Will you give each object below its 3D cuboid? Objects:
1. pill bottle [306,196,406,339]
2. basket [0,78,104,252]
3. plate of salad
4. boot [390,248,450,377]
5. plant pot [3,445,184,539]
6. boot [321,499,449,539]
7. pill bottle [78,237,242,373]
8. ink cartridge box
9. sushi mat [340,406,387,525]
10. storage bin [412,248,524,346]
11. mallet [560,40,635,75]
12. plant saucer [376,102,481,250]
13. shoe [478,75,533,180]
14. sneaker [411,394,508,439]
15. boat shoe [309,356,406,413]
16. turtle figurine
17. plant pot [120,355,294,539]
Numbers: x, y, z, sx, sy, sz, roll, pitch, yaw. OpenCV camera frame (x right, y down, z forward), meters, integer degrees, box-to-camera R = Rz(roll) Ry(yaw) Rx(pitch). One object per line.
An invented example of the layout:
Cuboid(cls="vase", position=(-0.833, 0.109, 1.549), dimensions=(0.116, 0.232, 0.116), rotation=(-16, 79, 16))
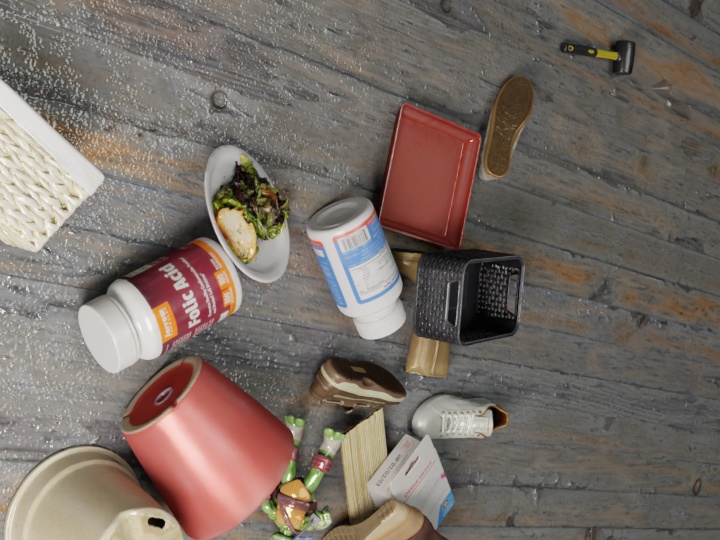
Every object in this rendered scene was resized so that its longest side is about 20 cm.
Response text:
Cuboid(cls="pill bottle", position=(0.000, 0.000, 1.642), dimensions=(0.112, 0.111, 0.203), rotation=(-38, 120, -31))
Cuboid(cls="basket", position=(-0.423, -0.128, 1.235), dimensions=(0.200, 0.134, 0.124), rotation=(46, 69, -35))
Cuboid(cls="plate of salad", position=(-0.148, -0.083, 1.491), dimensions=(0.200, 0.047, 0.203), rotation=(43, 37, -43))
Cuboid(cls="boot", position=(0.102, 0.072, 1.774), dimensions=(0.173, 0.066, 0.204), rotation=(10, 90, -41))
Cuboid(cls="plant pot", position=(-0.322, 0.342, 1.353), dimensions=(0.198, 0.182, 0.205), rotation=(-6, 99, -40))
Cuboid(cls="boot", position=(0.037, 0.458, 1.707), dimensions=(0.199, 0.073, 0.166), rotation=(-35, 126, 15))
Cuboid(cls="pill bottle", position=(-0.264, 0.046, 1.411), dimensions=(0.199, 0.113, 0.116), rotation=(-31, 115, -35))
Cuboid(cls="ink cartridge box", position=(0.080, 0.356, 1.760), dimensions=(0.115, 0.067, 0.202), rotation=(-48, 138, -27))
Cuboid(cls="sushi mat", position=(0.010, 0.322, 1.728), dimensions=(0.095, 0.012, 0.203), rotation=(-31, 129, -36))
Cuboid(cls="storage bin", position=(0.179, 0.041, 1.746), dimensions=(0.198, 0.092, 0.138), rotation=(-5, 102, -52))
Cuboid(cls="mallet", position=(0.454, -0.406, 2.046), dimensions=(0.197, 0.041, 0.067), rotation=(-10, 104, -36))
Cuboid(cls="plant saucer", position=(0.108, -0.152, 1.767), dimensions=(0.197, 0.036, 0.204), rotation=(14, 85, -42))
Cuboid(cls="shoe", position=(0.251, -0.249, 1.878), dimensions=(0.069, 0.053, 0.203), rotation=(23, 74, -8))
Cuboid(cls="sneaker", position=(0.179, 0.255, 1.854), dimensions=(0.197, 0.084, 0.074), rotation=(-4, 100, -40))
Cuboid(cls="boat shoe", position=(-0.009, 0.189, 1.700), dimensions=(0.075, 0.075, 0.201), rotation=(-49, 140, 16))
Cuboid(cls="turtle figurine", position=(-0.103, 0.317, 1.573), dimensions=(0.199, 0.142, 0.197), rotation=(31, 71, -43))
Cuboid(cls="plant pot", position=(-0.215, 0.227, 1.441), dimensions=(0.201, 0.199, 0.178), rotation=(-49, 115, -25))
